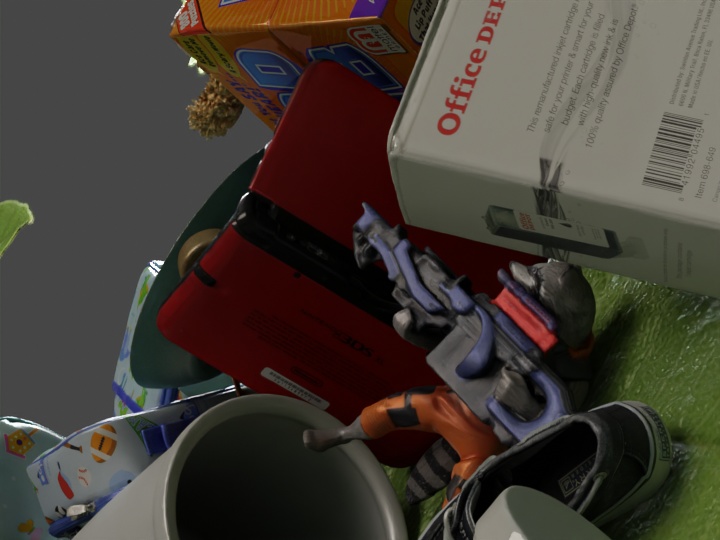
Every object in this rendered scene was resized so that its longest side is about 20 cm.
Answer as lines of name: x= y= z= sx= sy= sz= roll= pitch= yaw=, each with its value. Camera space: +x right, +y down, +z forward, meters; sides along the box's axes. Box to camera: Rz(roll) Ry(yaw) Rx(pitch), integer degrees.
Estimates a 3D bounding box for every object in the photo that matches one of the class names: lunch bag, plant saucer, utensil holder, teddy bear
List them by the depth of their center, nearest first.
utensil holder: x=-0.091 y=0.196 z=1.198 sx=0.200 sy=0.169 sz=0.171 roll=-42 pitch=26 yaw=47
plant saucer: x=-0.084 y=0.005 z=1.316 sx=0.200 sy=0.036 sz=0.200 roll=-51 pitch=-17 yaw=-22
lunch bag: x=-0.137 y=0.134 z=1.377 sx=0.160 sy=0.199 sz=0.076 roll=-29 pitch=80 yaw=52
plant saucer: x=-0.065 y=0.064 z=1.411 sx=0.070 sy=0.019 sz=0.200 roll=-20 pitch=-5 yaw=-33
teddy bear: x=-0.093 y=-0.175 z=1.432 sx=0.146 sy=0.066 sz=0.200 roll=-67 pitch=-9 yaw=24
lunch bag: x=-0.236 y=0.216 z=1.471 sx=0.077 sy=0.199 sz=0.161 roll=-44 pitch=26 yaw=40
lunch bag: x=-0.153 y=0.079 z=1.607 sx=0.200 sy=0.082 sz=0.162 roll=-154 pitch=75 yaw=-71

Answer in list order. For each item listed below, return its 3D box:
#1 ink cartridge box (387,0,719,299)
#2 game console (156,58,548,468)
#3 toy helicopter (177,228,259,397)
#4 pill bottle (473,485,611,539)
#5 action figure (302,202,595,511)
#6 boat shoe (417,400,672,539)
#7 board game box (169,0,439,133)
ink cartridge box: x=0.130 y=-0.080 z=0.987 sx=0.085 sy=0.199 sz=0.146 roll=76 pitch=-148 yaw=-61
game console: x=0.000 y=0.000 z=1.197 sx=0.172 sy=0.199 sz=0.119 roll=-47 pitch=20 yaw=35
toy helicopter: x=-0.054 y=0.053 z=1.252 sx=0.132 sy=0.200 sz=0.079 roll=-38 pitch=26 yaw=12
pill bottle: x=0.047 y=0.209 z=0.906 sx=0.200 sy=0.116 sz=0.117 roll=-53 pitch=20 yaw=15
action figure: x=0.057 y=0.057 z=1.105 sx=0.193 sy=0.104 sz=0.200 roll=-45 pitch=60 yaw=19
boat shoe: x=0.074 y=0.135 z=0.990 sx=0.200 sy=0.068 sz=0.072 roll=-41 pitch=61 yaw=35
board game box: x=0.034 y=-0.190 z=1.302 sx=0.199 sy=0.200 sz=0.201 roll=3 pitch=61 yaw=43
